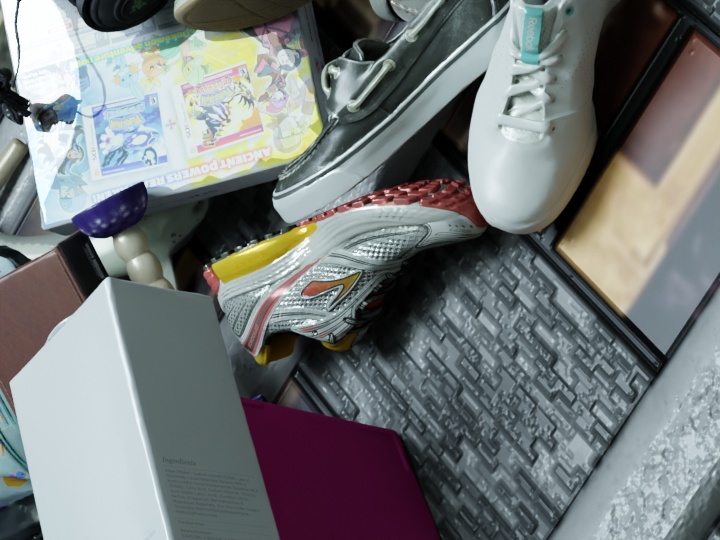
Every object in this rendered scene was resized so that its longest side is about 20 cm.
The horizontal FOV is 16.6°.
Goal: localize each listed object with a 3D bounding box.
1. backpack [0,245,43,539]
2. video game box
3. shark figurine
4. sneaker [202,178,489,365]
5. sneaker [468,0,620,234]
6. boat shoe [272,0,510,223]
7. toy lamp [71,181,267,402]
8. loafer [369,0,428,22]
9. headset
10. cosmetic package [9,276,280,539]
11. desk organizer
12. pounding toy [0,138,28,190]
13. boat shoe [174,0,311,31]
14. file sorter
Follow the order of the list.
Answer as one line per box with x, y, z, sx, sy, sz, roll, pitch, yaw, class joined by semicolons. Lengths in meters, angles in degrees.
-0.245;0.085;1.630;0.167;0.126;0.201;-27;93;35;backpack
-0.123;-0.134;1.579;0.199;0.047;0.183;-14;78;14;video game box
-0.186;-0.031;1.673;0.213;0.090;0.129;-2;116;13;shark figurine
0.000;0.000;1.487;0.200;0.078;0.082;-23;88;37;sneaker
0.100;-0.121;1.375;0.075;0.088;0.201;16;90;16;sneaker
0.012;-0.110;1.475;0.200;0.064;0.071;-41;10;18;boat shoe
-0.109;0.044;1.531;0.058;0.058;0.201;-25;94;41;toy lamp
0.061;-0.244;1.497;0.063;0.072;0.201;19;98;32;loafer
-0.172;-0.188;1.551;0.123;0.094;0.200;29;76;24;headset
-0.117;0.118;1.352;0.113;0.081;0.201;-42;50;37;cosmetic package
-0.165;0.084;1.534;0.077;0.072;0.201;-27;95;10;desk organizer
-0.337;0.022;1.814;0.184;0.142;0.201;-24;71;42;pounding toy
-0.037;-0.211;1.492;0.200;0.072;0.065;-31;63;34;boat shoe
-0.034;0.195;1.399;0.125;0.139;0.200;-47;48;29;file sorter
